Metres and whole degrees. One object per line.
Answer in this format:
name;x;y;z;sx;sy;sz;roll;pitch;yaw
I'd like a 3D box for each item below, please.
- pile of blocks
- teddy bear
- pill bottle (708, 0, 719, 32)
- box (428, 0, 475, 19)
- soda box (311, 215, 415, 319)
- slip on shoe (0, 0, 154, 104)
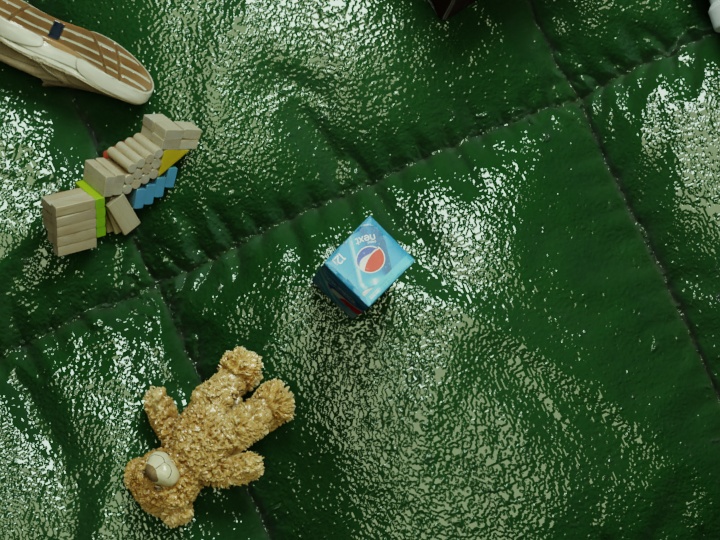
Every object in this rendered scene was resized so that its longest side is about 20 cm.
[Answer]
pile of blocks;-0.258;-0.094;1.719;0.200;0.082;0.062;-38;45;-17
teddy bear;-0.160;0.170;1.687;0.199;0.067;0.146;-27;85;-8
pill bottle;0.401;-0.369;1.770;0.115;0.116;0.201;-17;86;-7
box;0.134;-0.401;1.724;0.199;0.164;0.166;-32;87;-8
soda box;0.000;0.000;1.652;0.064;0.200;0.068;44;83;0
slip on shoe;-0.316;-0.221;1.721;0.199;0.076;0.061;25;122;-10
